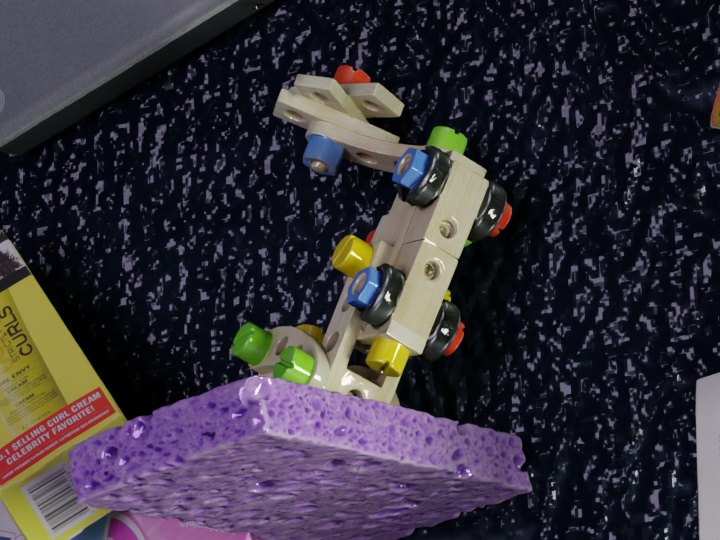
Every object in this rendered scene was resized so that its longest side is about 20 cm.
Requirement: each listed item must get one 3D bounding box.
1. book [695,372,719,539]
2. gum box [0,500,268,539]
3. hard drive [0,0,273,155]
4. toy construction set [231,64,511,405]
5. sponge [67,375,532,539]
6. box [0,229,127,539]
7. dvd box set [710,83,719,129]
[{"bbox_3d":[0.231,0.071,1.157,0.199,0.048,0.134,-19,47,23],"label":"book"},{"bbox_3d":[-0.114,0.160,1.441,0.199,0.066,0.114,5,84,39],"label":"gum box"},{"bbox_3d":[-0.131,-0.165,1.534,0.199,0.033,0.140,-28,66,32],"label":"hard drive"},{"bbox_3d":[0.000,0.000,1.374,0.131,0.092,0.201,-15,64,61],"label":"toy construction set"},{"bbox_3d":[-0.024,0.088,1.299,0.111,0.200,0.030,-22,67,32],"label":"sponge"},{"bbox_3d":[-0.169,0.058,1.458,0.075,0.050,0.200,-32,36,-5],"label":"box"},{"bbox_3d":[0.252,-0.105,1.224,0.199,0.029,0.147,18,94,38],"label":"dvd box set"}]
